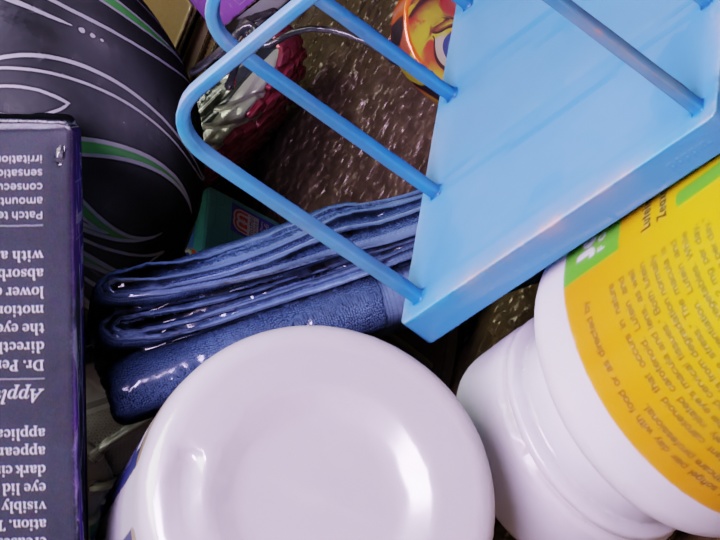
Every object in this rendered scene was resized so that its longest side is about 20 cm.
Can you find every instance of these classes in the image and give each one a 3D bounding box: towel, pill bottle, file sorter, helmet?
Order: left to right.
[{"bbox_3d":[-0.160,-0.052,1.108,0.200,0.200,0.191,-61,-13,2],"label":"helmet"},{"bbox_3d":[-0.030,0.092,0.948,0.200,0.111,0.111,129,160,-72],"label":"pill bottle"},{"bbox_3d":[0.000,0.000,1.005,0.112,0.200,0.049,135,116,-81],"label":"towel"},{"bbox_3d":[0.036,-0.111,0.909,0.139,0.123,0.200,-34,31,38],"label":"file sorter"},{"bbox_3d":[0.124,0.013,0.876,0.200,0.111,0.111,-38,38,36],"label":"pill bottle"}]

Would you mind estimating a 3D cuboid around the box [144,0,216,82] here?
[{"bbox_3d":[-0.130,-0.093,1.418,0.164,0.021,0.200,-67,28,19],"label":"box"}]

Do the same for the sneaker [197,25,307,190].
[{"bbox_3d":[-0.108,-0.052,1.288,0.200,0.075,0.081,-35,-1,22],"label":"sneaker"}]

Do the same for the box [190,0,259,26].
[{"bbox_3d":[0.023,-0.184,1.153,0.200,0.039,0.137,-42,6,-30],"label":"box"}]

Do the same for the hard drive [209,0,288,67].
[{"bbox_3d":[-0.018,-0.198,1.358,0.200,0.025,0.132,-38,37,36],"label":"hard drive"}]

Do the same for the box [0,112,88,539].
[{"bbox_3d":[-0.143,0.049,0.949,0.148,0.104,0.200,-137,46,-84],"label":"box"}]

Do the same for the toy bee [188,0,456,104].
[{"bbox_3d":[0.049,-0.106,1.129,0.200,0.109,0.131,-40,3,13],"label":"toy bee"}]

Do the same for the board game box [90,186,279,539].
[{"bbox_3d":[-0.100,0.083,1.235,0.152,0.045,0.200,-37,37,37],"label":"board game box"}]

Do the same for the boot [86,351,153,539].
[{"bbox_3d":[-0.121,0.088,1.155,0.200,0.096,0.074,-22,6,12],"label":"boot"}]

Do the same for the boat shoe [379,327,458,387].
[{"bbox_3d":[-0.029,0.080,1.099,0.068,0.072,0.200,11,75,58],"label":"boat shoe"}]
